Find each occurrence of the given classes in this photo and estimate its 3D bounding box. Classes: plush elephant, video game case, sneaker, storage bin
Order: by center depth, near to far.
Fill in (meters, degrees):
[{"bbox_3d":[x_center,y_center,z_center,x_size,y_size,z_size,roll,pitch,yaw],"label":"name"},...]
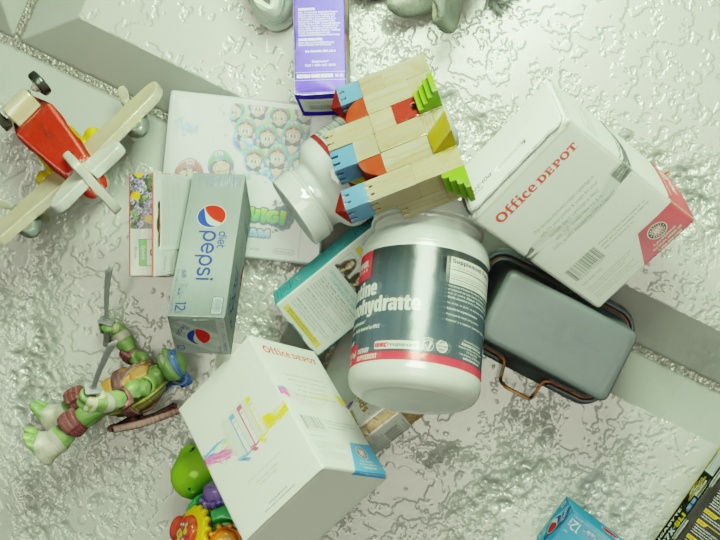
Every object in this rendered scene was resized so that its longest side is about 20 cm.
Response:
[{"bbox_3d":[0.092,-0.352,1.226,0.198,0.155,0.167,29,93,2],"label":"plush elephant"},{"bbox_3d":[0.207,0.075,1.246,0.198,0.134,0.147,27,93,3],"label":"storage bin"},{"bbox_3d":[-0.116,-0.380,1.276,0.069,0.080,0.204,-17,90,5],"label":"sneaker"},{"bbox_3d":[-0.135,-0.108,1.313,0.196,0.024,0.186,6,92,3],"label":"video game case"}]

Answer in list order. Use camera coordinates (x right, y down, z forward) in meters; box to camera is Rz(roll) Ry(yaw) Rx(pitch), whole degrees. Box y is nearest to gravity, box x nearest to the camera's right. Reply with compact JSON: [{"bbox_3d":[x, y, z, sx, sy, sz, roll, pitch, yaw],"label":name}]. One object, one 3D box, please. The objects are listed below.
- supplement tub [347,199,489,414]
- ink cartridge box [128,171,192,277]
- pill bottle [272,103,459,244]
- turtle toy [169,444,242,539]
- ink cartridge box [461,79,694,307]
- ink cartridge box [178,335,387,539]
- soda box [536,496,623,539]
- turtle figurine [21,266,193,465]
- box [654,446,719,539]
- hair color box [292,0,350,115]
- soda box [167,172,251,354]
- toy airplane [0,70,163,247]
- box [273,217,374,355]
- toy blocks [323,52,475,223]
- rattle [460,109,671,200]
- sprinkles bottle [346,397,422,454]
[{"bbox_3d":[0.064,0.038,1.169,0.137,0.141,0.204,5,71,3],"label":"supplement tub"},{"bbox_3d":[-0.219,-0.049,1.207,0.049,0.200,0.111,1,92,4],"label":"ink cartridge box"},{"bbox_3d":[0.004,-0.124,1.248,0.199,0.112,0.113,-38,90,-5],"label":"pill bottle"},{"bbox_3d":[-0.163,0.286,1.269,0.100,0.202,0.146,23,123,-34],"label":"turtle toy"},{"bbox_3d":[0.219,-0.076,1.156,0.198,0.085,0.146,31,118,-27],"label":"ink cartridge box"},{"bbox_3d":[-0.091,0.176,1.212,0.125,0.128,0.201,-44,58,17],"label":"ink cartridge box"},{"bbox_3d":[0.300,0.352,1.283,0.199,0.068,0.065,38,94,1],"label":"soda box"},{"bbox_3d":[-0.309,0.115,1.274,0.192,0.200,0.145,-34,56,7],"label":"turtle figurine"},{"bbox_3d":[0.459,0.320,1.284,0.199,0.049,0.161,35,91,2],"label":"box"},{"bbox_3d":[-0.042,-0.284,1.249,0.063,0.109,0.204,-3,86,2],"label":"hair color box"},{"bbox_3d":[-0.162,-0.010,1.218,0.062,0.069,0.203,1,51,2],"label":"soda box"},{"bbox_3d":[-0.320,-0.119,1.266,0.196,0.142,0.202,-6,60,16],"label":"toy airplane"},{"bbox_3d":[0.000,0.000,1.286,0.199,0.049,0.083,-38,109,3],"label":"box"},{"bbox_3d":[0.027,-0.127,1.141,0.134,0.100,0.203,-20,57,7],"label":"toy blocks"},{"bbox_3d":[0.238,-0.089,1.274,0.197,0.130,0.145,20,105,-24],"label":"rattle"},{"bbox_3d":[0.002,0.183,1.294,0.199,0.068,0.069,-38,90,3],"label":"sprinkles bottle"}]
